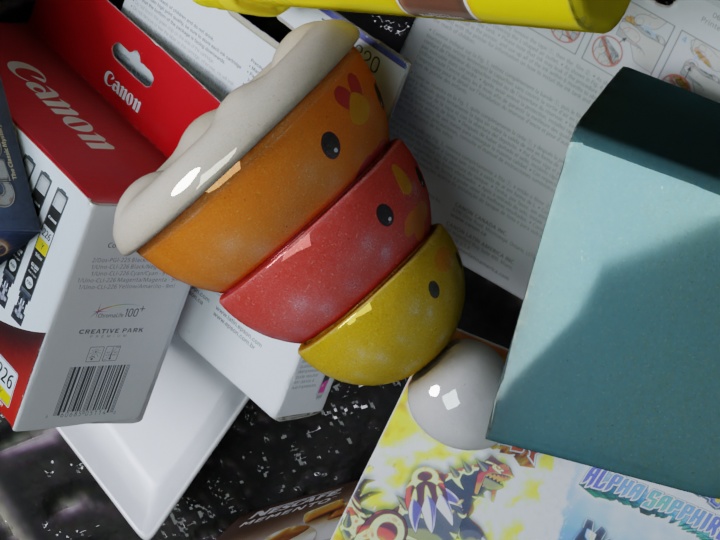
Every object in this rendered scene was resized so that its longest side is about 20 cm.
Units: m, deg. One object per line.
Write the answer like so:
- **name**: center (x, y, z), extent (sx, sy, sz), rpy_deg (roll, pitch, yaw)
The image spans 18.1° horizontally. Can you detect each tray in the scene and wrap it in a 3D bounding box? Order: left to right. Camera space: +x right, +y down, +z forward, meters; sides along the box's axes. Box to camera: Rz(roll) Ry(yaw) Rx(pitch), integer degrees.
- **tray**: center (-0.091, 0.039, 1.221), extent (0.107, 0.022, 0.200), rpy_deg (49, 118, 27)

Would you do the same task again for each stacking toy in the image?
- **stacking toy**: center (0.000, 0.000, 1.023), extent (0.146, 0.146, 0.200), rpy_deg (-40, 98, 26)

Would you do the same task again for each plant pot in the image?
- **plant pot**: center (0.178, 0.018, 0.974), extent (0.199, 0.141, 0.142), rpy_deg (18, 109, 10)

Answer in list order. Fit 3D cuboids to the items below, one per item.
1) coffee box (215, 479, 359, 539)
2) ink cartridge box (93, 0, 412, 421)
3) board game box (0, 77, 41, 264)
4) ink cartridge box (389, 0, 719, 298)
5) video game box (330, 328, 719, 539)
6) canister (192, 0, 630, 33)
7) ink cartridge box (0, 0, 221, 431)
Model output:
- **coffee box**: center (0.016, 0.156, 1.173), extent (0.199, 0.114, 0.080), rpy_deg (-18, 98, 26)
- **ink cartridge box**: center (-0.061, -0.060, 1.146), extent (0.196, 0.043, 0.201), rpy_deg (39, 117, 34)
- **board game box**: center (-0.233, -0.080, 1.143), extent (0.135, 0.034, 0.201), rpy_deg (-35, 64, 40)
- **ink cartridge box**: center (0.100, -0.084, 1.093), extent (0.162, 0.057, 0.201), rpy_deg (31, 115, 12)
- **video game box**: center (0.087, 0.142, 1.036), extent (0.199, 0.047, 0.183), rpy_deg (21, 69, 16)
- **canister**: center (0.024, -0.183, 1.008), extent (0.199, 0.086, 0.150), rpy_deg (8, 94, 29)
- **ink cartridge box**: center (-0.168, -0.047, 1.160), extent (0.200, 0.084, 0.176), rpy_deg (41, 119, 38)
